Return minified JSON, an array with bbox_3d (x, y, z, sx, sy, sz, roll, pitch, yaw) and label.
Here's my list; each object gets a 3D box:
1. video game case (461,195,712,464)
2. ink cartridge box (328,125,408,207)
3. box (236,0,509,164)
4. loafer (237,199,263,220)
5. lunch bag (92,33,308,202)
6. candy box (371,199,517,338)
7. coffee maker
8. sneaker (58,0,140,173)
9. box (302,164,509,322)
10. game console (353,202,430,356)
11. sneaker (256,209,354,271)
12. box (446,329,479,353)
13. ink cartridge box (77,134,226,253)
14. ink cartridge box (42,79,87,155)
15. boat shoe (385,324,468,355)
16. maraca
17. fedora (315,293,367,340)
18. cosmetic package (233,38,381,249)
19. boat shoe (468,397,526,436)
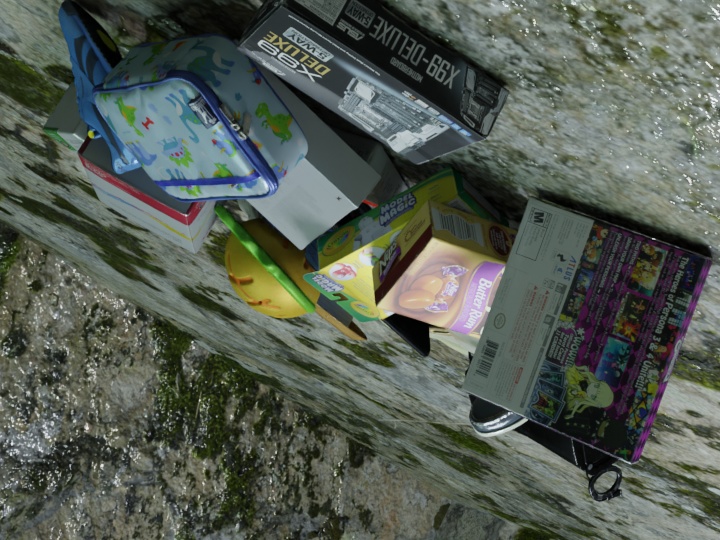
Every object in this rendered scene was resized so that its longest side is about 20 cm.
[{"bbox_3d":[0.208,0.053,1.217,0.180,0.201,0.036,21,-174,26],"label":"video game case"},{"bbox_3d":[-0.025,-0.100,1.443,0.162,0.050,0.200,22,163,27],"label":"ink cartridge box"},{"bbox_3d":[0.006,-0.170,1.096,0.199,0.050,0.158,31,167,-15],"label":"box"},{"bbox_3d":[-0.125,-0.086,1.659,0.069,0.070,0.200,19,168,7],"label":"loafer"},{"bbox_3d":[-0.153,-0.139,1.244,0.199,0.083,0.161,4,138,48],"label":"lunch bag"},{"bbox_3d":[0.126,0.011,1.320,0.199,0.057,0.117,16,135,-24],"label":"candy box"},{"bbox_3d":[0.232,0.166,1.625,0.134,0.193,0.200,-3,-163,-36],"label":"coffee maker"},{"bbox_3d":[-0.280,-0.194,1.372,0.201,0.078,0.066,58,-166,13],"label":"sneaker"},{"bbox_3d":[0.046,-0.020,1.354,0.199,0.049,0.117,-29,135,23],"label":"box"},{"bbox_3d":[0.000,0.000,1.627,0.175,0.117,0.200,17,163,39],"label":"game console"},{"bbox_3d":[-0.048,-0.062,1.502,0.200,0.079,0.075,43,-159,32],"label":"sneaker"},{"bbox_3d":[0.136,0.029,1.512,0.077,0.095,0.200,20,164,36],"label":"box"},{"bbox_3d":[-0.220,-0.131,1.504,0.144,0.146,0.200,28,167,2],"label":"ink cartridge box"},{"bbox_3d":[-0.291,-0.158,1.682,0.200,0.083,0.146,35,170,-29],"label":"ink cartridge box"},{"bbox_3d":[0.093,0.053,1.770,0.199,0.074,0.067,16,150,38],"label":"boat shoe"},{"bbox_3d":[-0.112,-0.011,1.548,0.137,0.107,0.200,42,176,30],"label":"maraca"},{"bbox_3d":[-0.048,0.010,1.735,0.200,0.082,0.201,40,-179,-1],"label":"fedora"},{"bbox_3d":[-0.092,-0.124,1.328,0.200,0.052,0.151,43,154,-8],"label":"cosmetic package"},{"bbox_3d":[0.200,0.114,1.498,0.062,0.200,0.075,41,-164,-51],"label":"boat shoe"}]
